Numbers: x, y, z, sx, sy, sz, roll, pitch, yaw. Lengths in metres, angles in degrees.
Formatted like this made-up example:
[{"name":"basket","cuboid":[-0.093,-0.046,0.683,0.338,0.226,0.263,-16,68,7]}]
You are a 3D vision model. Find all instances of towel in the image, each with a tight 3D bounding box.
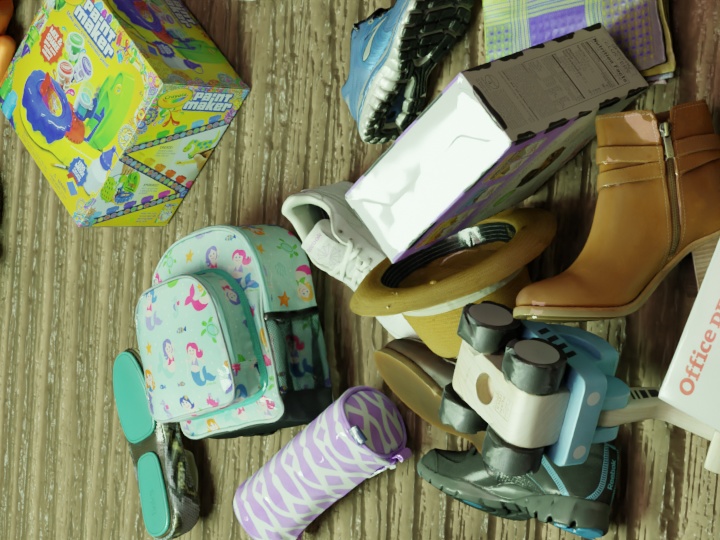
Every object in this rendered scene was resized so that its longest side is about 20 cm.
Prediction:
[{"name":"towel","cuboid":[0.178,-0.218,1.491,0.200,0.023,0.144,-4,90,43]}]

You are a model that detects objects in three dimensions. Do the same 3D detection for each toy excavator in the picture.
[{"name":"toy excavator","cuboid":[0.190,0.099,1.394,0.194,0.199,0.100,43,130,49]}]

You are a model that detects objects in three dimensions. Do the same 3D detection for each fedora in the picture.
[{"name":"fedora","cuboid":[0.088,0.018,1.499,0.200,0.201,0.082,-11,109,43]}]

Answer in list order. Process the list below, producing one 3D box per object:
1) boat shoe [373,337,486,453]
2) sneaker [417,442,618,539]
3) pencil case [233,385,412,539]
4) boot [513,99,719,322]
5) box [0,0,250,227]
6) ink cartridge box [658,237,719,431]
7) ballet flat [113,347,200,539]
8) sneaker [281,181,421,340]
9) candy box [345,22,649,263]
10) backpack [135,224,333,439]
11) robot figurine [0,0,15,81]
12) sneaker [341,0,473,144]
[{"name":"boat shoe","cuboid":[0.093,0.104,1.526,0.200,0.070,0.071,31,152,45]},{"name":"sneaker","cuboid":[0.138,0.172,1.527,0.200,0.073,0.082,8,76,41]},{"name":"pencil case","cuboid":[-0.036,0.188,1.673,0.086,0.084,0.200,49,127,1]},{"name":"boot","cuboid":[0.200,-0.044,1.374,0.077,0.199,0.156,171,87,-85]},{"name":"box","cuboid":[-0.248,-0.181,1.823,0.200,0.122,0.193,52,123,28]},{"name":"ink cartridge box","cuboid":[0.336,0.069,1.291,0.200,0.084,0.146,28,112,26]},{"name":"ballet flat","cuboid":[-0.205,0.177,1.836,0.072,0.072,0.201,-24,75,41]},{"name":"sneaker","cuboid":[0.000,0.000,1.615,0.200,0.099,0.075,49,122,28]},{"name":"candy box","cuboid":[0.110,-0.104,1.422,0.072,0.200,0.168,54,132,10]},{"name":"backpack","cuboid":[-0.125,0.056,1.708,0.177,0.150,0.201,-16,76,45]},{"name":"robot figurine","cuboid":[-0.469,-0.271,2.030,0.200,0.143,0.117,-62,26,26]},{"name":"sneaker","cuboid":[0.030,-0.212,1.587,0.089,0.078,0.200,51,129,31]}]
